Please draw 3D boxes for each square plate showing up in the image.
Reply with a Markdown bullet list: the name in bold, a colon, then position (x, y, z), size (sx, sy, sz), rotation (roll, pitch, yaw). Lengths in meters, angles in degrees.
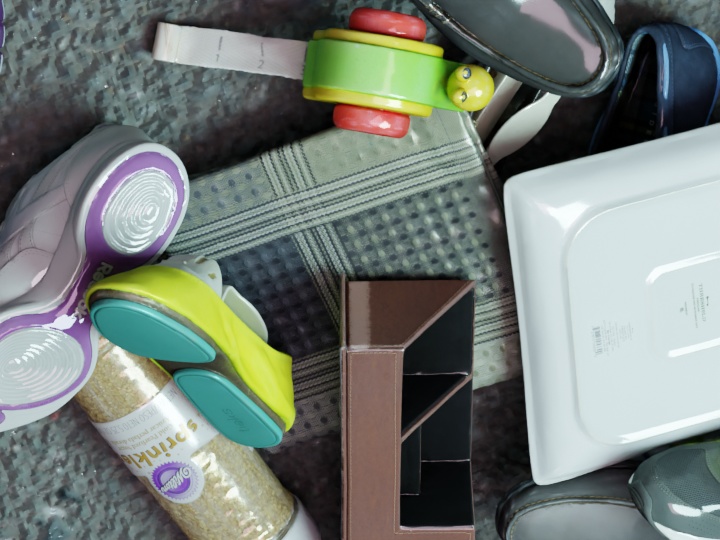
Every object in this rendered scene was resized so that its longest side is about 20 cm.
- **square plate**: position (0.184, 0.017, 1.564), size (0.198, 0.028, 0.200), rotation (-15, 118, -14)

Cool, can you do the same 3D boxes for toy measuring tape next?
- **toy measuring tape**: position (-0.027, -0.112, 1.492), size (0.200, 0.074, 0.074), rotation (10, 110, 16)

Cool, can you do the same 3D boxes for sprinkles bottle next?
- **sprinkles bottle**: position (-0.103, 0.100, 1.601), size (0.068, 0.068, 0.200), rotation (-36, 114, 0)

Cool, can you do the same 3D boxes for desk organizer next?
- **desk organizer**: position (0.027, 0.103, 1.581), size (0.077, 0.072, 0.200), rotation (0, 125, 0)

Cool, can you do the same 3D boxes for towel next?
- **towel**: position (0.000, 0.000, 1.582), size (0.200, 0.035, 0.193), rotation (-17, 117, 14)

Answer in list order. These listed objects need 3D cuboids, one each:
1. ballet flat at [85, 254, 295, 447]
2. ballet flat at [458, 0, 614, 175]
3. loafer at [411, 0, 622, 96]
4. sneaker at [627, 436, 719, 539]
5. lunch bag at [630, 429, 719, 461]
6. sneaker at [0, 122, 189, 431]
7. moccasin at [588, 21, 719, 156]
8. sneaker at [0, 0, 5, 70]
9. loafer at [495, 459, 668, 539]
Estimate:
- **ballet flat**: position (-0.089, 0.030, 1.511), size (0.200, 0.067, 0.067), rotation (48, 49, -54)
- **ballet flat**: position (0.103, -0.129, 1.567), size (0.068, 0.068, 0.200), rotation (18, 108, -46)
- **loafer**: position (0.053, -0.160, 1.494), size (0.200, 0.072, 0.073), rotation (36, 102, 3)
- **sneaker**: position (0.242, 0.104, 1.587), size (0.200, 0.074, 0.085), rotation (-7, 137, -31)
- **lunch bag**: position (0.241, 0.056, 1.665), size (0.200, 0.082, 0.161), rotation (-34, 113, -1)
- **sneaker**: position (-0.172, 0.005, 1.529), size (0.075, 0.100, 0.200), rotation (37, 93, -33)
- **moccasin**: position (0.145, -0.048, 1.595), size (0.068, 0.080, 0.200), rotation (14, 87, -52)
- **sneaker**: position (-0.223, -0.093, 1.487), size (0.074, 0.088, 0.200), rotation (-3, 111, -13)
- **loafer**: position (0.179, 0.158, 1.612), size (0.200, 0.072, 0.073), rotation (3, 121, -5)
